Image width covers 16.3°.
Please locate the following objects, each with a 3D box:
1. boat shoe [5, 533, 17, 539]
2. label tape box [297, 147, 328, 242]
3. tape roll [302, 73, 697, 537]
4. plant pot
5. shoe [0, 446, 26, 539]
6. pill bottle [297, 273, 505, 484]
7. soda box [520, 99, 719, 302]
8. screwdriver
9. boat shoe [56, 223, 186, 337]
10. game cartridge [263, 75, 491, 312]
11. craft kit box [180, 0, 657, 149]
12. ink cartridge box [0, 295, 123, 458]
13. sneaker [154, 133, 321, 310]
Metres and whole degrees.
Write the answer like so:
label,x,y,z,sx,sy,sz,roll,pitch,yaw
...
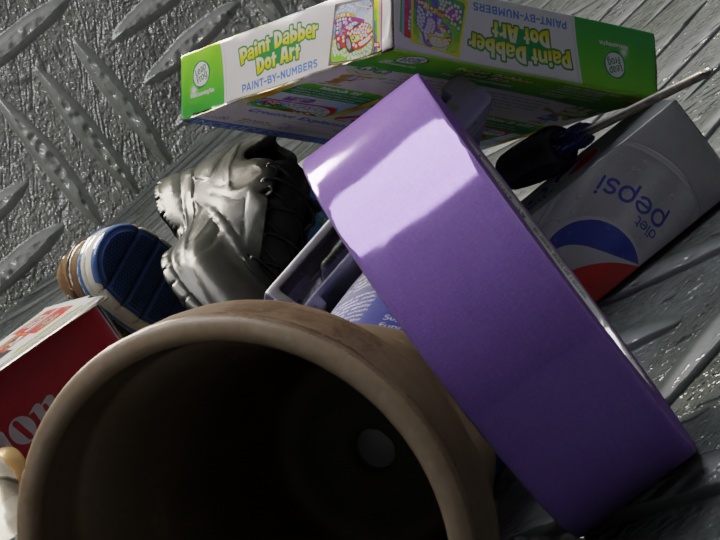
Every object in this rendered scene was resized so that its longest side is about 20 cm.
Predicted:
label,x,y,z,sx,sy,sz,roll,pitch,yaw
boat shoe,-0.109,0.112,1.210,0.199,0.068,0.074,-37,-9,-41
label tape box,-0.055,0.032,1.588,0.199,0.144,0.063,-33,10,27
tape roll,0.059,0.015,1.072,0.066,0.200,0.200,-37,9,5
plant pot,-0.021,0.095,1.058,0.200,0.201,0.175,-34,1,24
shoe,-0.161,0.171,1.285,0.053,0.200,0.070,-13,-46,-34
pill bottle,0.029,0.057,1.244,0.115,0.116,0.200,-32,11,31
soda box,0.112,-0.012,1.415,0.200,0.064,0.068,-39,8,-3
screwdriver,0.137,-0.081,1.377,0.029,0.028,0.200,-8,-10,-36
boat shoe,-0.101,0.044,1.531,0.072,0.200,0.072,-13,38,53
game cartridge,0.000,0.000,1.349,0.200,0.038,0.130,-50,-19,-29
craft kit box,0.032,-0.110,1.435,0.199,0.049,0.197,7,-10,-39
ink cartridge box,-0.219,0.105,1.446,0.200,0.084,0.175,-37,7,-17
sneaker,-0.064,-0.019,1.442,0.091,0.076,0.200,-35,34,11
